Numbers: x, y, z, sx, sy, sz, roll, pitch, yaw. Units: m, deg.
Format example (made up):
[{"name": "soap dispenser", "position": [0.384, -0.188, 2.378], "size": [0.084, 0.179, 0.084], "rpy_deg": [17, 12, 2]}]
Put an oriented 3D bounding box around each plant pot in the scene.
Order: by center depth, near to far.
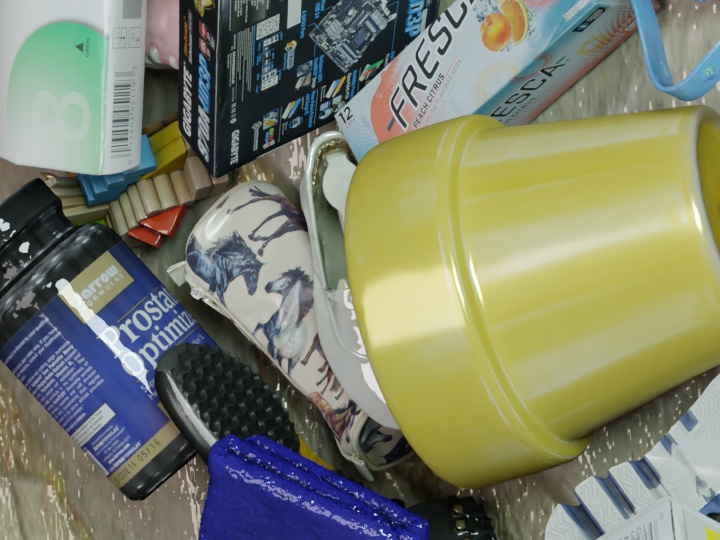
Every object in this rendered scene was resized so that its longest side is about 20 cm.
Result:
[{"name": "plant pot", "position": [0.118, 0.000, 1.256], "size": [0.188, 0.200, 0.202], "rpy_deg": [-16, 81, 23]}]

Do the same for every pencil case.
[{"name": "pencil case", "position": [-0.029, 0.037, 1.442], "size": [0.089, 0.078, 0.200], "rpy_deg": [-45, 61, 2]}]

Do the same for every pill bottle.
[{"name": "pill bottle", "position": [-0.172, 0.042, 1.501], "size": [0.200, 0.112, 0.112], "rpy_deg": [48, 123, -2]}]

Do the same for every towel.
[{"name": "towel", "position": [-0.030, 0.197, 1.377], "size": [0.147, 0.050, 0.201], "rpy_deg": [22, 129, 20]}]

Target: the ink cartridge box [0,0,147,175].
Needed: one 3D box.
[{"name": "ink cartridge box", "position": [-0.230, -0.154, 1.518], "size": [0.199, 0.050, 0.162], "rpy_deg": [8, 101, 29]}]

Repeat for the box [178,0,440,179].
[{"name": "box", "position": [-0.027, -0.154, 1.326], "size": [0.046, 0.158, 0.200], "rpy_deg": [53, 159, 24]}]

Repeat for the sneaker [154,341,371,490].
[{"name": "sneaker", "position": [-0.068, 0.135, 1.437], "size": [0.200, 0.070, 0.090], "rpy_deg": [44, 127, -13]}]

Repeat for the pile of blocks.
[{"name": "pile of blocks", "position": [-0.164, -0.038, 1.553], "size": [0.199, 0.082, 0.063], "rpy_deg": [-32, 72, 36]}]

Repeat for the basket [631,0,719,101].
[{"name": "basket", "position": [0.193, -0.209, 1.191], "size": [0.176, 0.138, 0.201], "rpy_deg": [-43, 38, 33]}]

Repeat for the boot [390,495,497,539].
[{"name": "boot", "position": [0.088, 0.188, 1.358], "size": [0.199, 0.077, 0.140], "rpy_deg": [-17, 76, 39]}]

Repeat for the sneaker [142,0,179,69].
[{"name": "sneaker", "position": [-0.097, -0.148, 1.500], "size": [0.105, 0.075, 0.201], "rpy_deg": [-52, 60, 35]}]

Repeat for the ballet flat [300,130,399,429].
[{"name": "ballet flat", "position": [0.000, 0.000, 1.376], "size": [0.069, 0.069, 0.201], "rpy_deg": [-42, 48, 33]}]

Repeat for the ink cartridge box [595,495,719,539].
[{"name": "ink cartridge box", "position": [0.163, 0.211, 1.215], "size": [0.197, 0.199, 0.047], "rpy_deg": [-39, 34, 35]}]

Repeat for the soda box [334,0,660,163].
[{"name": "soda box", "position": [0.077, -0.121, 1.351], "size": [0.200, 0.068, 0.064], "rpy_deg": [-42, 66, 35]}]

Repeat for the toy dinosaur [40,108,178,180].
[{"name": "toy dinosaur", "position": [-0.205, -0.099, 1.588], "size": [0.199, 0.061, 0.107], "rpy_deg": [17, 146, 8]}]

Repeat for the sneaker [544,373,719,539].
[{"name": "sneaker", "position": [0.199, 0.123, 1.256], "size": [0.199, 0.115, 0.081], "rpy_deg": [-32, 59, 4]}]
